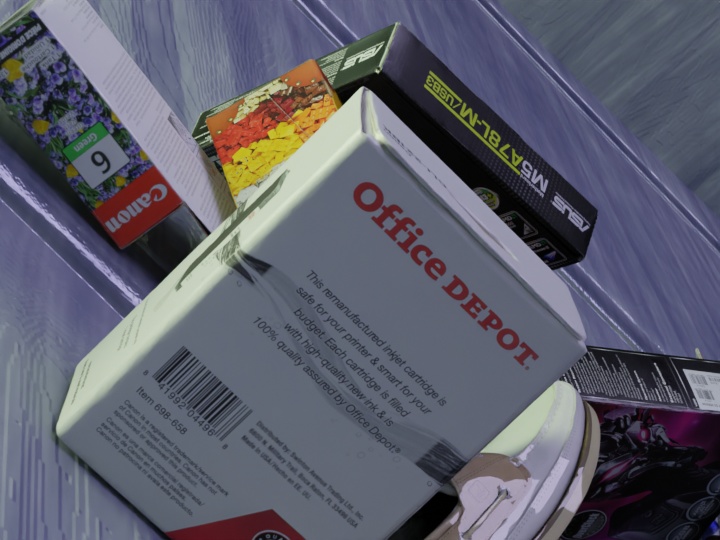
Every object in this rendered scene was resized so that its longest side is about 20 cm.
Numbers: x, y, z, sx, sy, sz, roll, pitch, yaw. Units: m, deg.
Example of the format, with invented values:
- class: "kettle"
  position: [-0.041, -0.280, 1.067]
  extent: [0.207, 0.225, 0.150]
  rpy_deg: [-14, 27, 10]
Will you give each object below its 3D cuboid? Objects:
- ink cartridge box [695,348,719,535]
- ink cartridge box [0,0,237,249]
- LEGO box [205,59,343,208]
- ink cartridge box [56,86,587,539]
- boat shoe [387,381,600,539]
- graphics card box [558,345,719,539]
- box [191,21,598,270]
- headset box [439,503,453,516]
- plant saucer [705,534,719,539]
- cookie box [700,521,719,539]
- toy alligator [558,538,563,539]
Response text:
- class: "ink cartridge box"
  position: [0.267, 0.173, 1.465]
  extent: [0.177, 0.044, 0.201]
  rpy_deg: [-98, 176, -62]
- class: "ink cartridge box"
  position: [-0.131, -0.065, 1.267]
  extent: [0.201, 0.050, 0.109]
  rpy_deg: [53, 12, -12]
- class: "LEGO box"
  position: [0.000, 0.000, 1.322]
  extent: [0.201, 0.077, 0.149]
  rpy_deg: [57, 7, -39]
- class: "ink cartridge box"
  position: [-0.017, 0.040, 1.019]
  extent: [0.144, 0.200, 0.084]
  rpy_deg: [43, 15, -14]
- class: "boat shoe"
  position: [0.051, 0.115, 1.058]
  extent: [0.068, 0.075, 0.200]
  rpy_deg: [42, 47, -10]
- class: "graphics card box"
  position: [0.141, 0.104, 1.322]
  extent: [0.199, 0.126, 0.051]
  rpy_deg: [7, 41, -31]
- class: "box"
  position: [0.017, -0.055, 1.425]
  extent: [0.193, 0.199, 0.048]
  rpy_deg: [39, 54, -29]
- class: "headset box"
  position: [0.027, 0.123, 1.180]
  extent: [0.200, 0.077, 0.149]
  rpy_deg: [42, 15, -12]
- class: "plant saucer"
  position: [0.245, 0.263, 1.390]
  extent: [0.200, 0.036, 0.202]
  rpy_deg: [157, -90, -82]
- class: "cookie box"
  position: [0.135, 0.124, 1.499]
  extent: [0.200, 0.075, 0.171]
  rpy_deg: [51, 15, 14]
- class: "toy alligator"
  position: [0.140, 0.227, 1.262]
  extent: [0.054, 0.059, 0.201]
  rpy_deg: [29, 24, -54]
